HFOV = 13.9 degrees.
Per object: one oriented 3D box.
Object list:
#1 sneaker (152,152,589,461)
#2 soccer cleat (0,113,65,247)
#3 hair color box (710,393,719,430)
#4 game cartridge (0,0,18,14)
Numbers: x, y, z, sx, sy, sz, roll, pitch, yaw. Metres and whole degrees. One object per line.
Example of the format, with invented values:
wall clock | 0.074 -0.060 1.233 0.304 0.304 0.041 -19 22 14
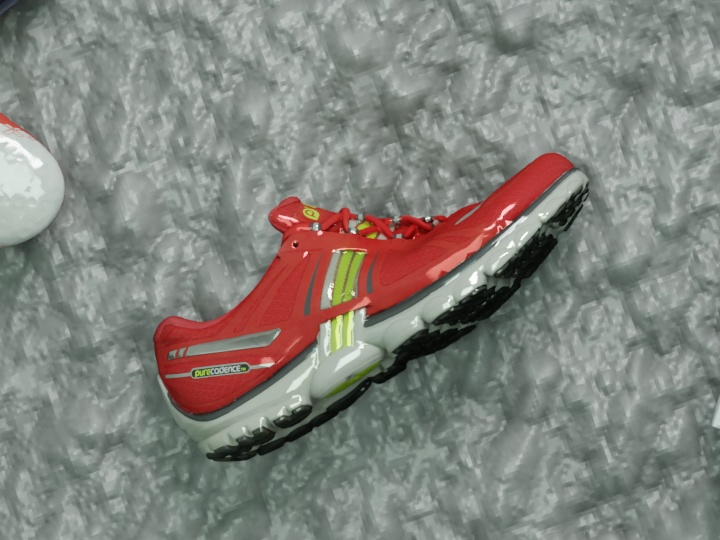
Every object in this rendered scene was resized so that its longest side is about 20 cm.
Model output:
sneaker | 0.000 0.000 1.221 0.200 0.077 0.085 -32 80 5
soccer cleat | -0.223 -0.058 1.242 0.200 0.085 0.069 21 91 7
hair color box | 0.219 -0.017 1.201 0.099 0.061 0.200 18 90 7
game cartridge | -0.206 -0.143 1.226 0.130 0.038 0.200 44 64 10
